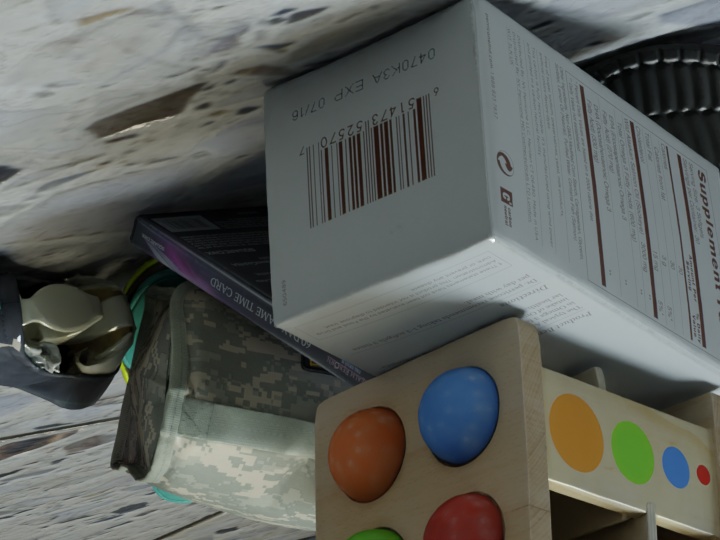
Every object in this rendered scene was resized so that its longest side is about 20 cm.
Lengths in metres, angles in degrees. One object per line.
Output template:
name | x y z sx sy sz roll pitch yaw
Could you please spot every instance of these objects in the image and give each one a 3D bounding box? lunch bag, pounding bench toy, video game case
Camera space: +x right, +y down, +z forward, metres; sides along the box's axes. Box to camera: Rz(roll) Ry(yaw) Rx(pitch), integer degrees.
lunch bag | -0.031 0.072 1.296 0.163 0.118 0.200 13 177 -12
pounding bench toy | 0.041 0.123 1.113 0.155 0.125 0.199 21 146 -38
video game case | 0.002 0.016 1.263 0.142 0.019 0.200 -5 -151 -46

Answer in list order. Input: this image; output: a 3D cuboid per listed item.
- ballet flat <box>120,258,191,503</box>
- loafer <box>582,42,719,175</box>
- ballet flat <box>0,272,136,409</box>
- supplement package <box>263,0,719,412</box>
ballet flat | -0.104 0.047 1.459 0.066 0.067 0.201 3 135 1
loafer | 0.112 -0.064 1.252 0.199 0.074 0.071 -10 179 8
ballet flat | -0.157 0.033 1.342 0.073 0.074 0.200 -19 168 17
supplement package | 0.065 -0.013 1.115 0.116 0.118 0.200 -22 147 31
